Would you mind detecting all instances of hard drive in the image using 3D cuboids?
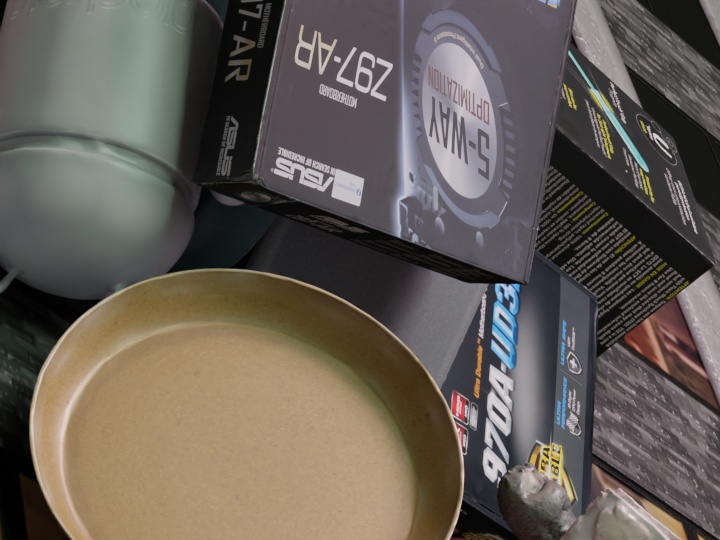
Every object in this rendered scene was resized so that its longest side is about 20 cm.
[{"bbox_3d":[0.000,0.000,1.521,0.139,0.201,0.033,26,-3,-33],"label":"hard drive"}]

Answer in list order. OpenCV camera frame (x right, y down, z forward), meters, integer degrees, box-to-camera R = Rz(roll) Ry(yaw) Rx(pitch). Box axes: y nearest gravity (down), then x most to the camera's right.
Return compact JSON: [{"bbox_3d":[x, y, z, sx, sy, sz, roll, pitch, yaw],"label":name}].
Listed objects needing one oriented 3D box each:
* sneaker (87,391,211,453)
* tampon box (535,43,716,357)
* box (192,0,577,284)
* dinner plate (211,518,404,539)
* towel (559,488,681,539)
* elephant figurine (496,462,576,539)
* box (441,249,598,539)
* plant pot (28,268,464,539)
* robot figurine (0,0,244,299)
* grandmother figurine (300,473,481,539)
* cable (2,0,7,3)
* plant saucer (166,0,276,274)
[{"bbox_3d":[-0.065,0.095,1.415,0.199,0.082,0.074,-4,83,-44],"label":"sneaker"},{"bbox_3d":[0.117,-0.064,1.960,0.200,0.126,0.150,39,24,-30],"label":"tampon box"},{"bbox_3d":[0.016,-0.093,1.444,0.199,0.043,0.161,20,76,-43],"label":"box"},{"bbox_3d":[-0.012,0.200,1.285,0.199,0.024,0.201,9,53,-12],"label":"dinner plate"},{"bbox_3d":[0.117,0.227,1.383,0.191,0.200,0.032,39,0,-29],"label":"towel"},{"bbox_3d":[0.124,0.216,1.506,0.199,0.142,0.156,24,69,-7],"label":"elephant figurine"},{"bbox_3d":[0.067,0.065,1.671,0.159,0.046,0.201,36,44,-32],"label":"box"},{"bbox_3d":[-0.053,0.085,1.326,0.199,0.028,0.201,9,49,-10],"label":"plant pot"},{"bbox_3d":[-0.130,-0.072,1.437,0.113,0.169,0.201,71,25,-64],"label":"robot figurine"},{"bbox_3d":[0.030,0.170,1.390,0.200,0.121,0.061,51,9,-21],"label":"grandmother figurine"},{"bbox_3d":[-0.161,-0.216,1.645,0.200,0.163,0.051,37,-23,1],"label":"cable"},{"bbox_3d":[-0.077,-0.092,1.524,0.027,0.200,0.201,19,35,-30],"label":"plant saucer"}]
